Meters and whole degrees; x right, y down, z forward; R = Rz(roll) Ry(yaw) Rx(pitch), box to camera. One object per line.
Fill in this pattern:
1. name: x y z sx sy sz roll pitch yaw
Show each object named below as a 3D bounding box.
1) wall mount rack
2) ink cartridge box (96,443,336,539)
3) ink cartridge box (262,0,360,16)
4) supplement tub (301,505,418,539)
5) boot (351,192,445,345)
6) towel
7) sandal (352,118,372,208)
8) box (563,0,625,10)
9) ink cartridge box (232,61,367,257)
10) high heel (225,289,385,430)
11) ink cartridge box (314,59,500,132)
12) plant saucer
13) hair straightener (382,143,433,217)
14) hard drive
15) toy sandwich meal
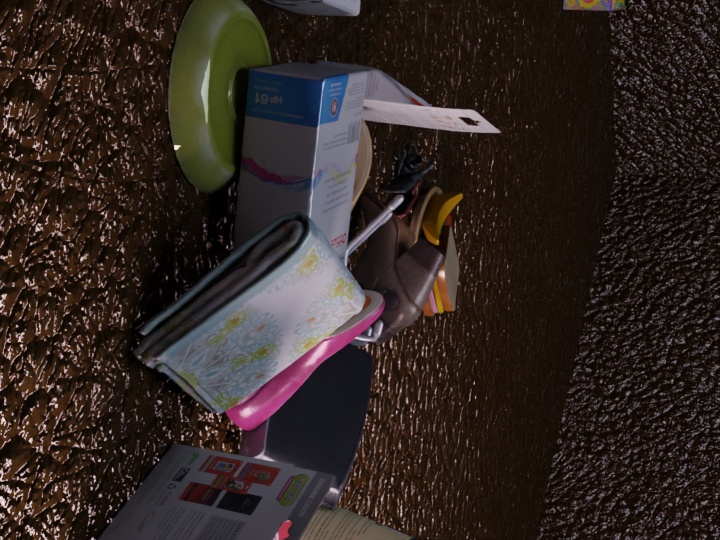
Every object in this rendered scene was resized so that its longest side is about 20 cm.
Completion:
1. wall mount rack: 0.000 0.000 1.486 0.200 0.074 0.174 135 -38 -81
2. ink cartridge box: -0.131 0.256 1.116 0.200 0.175 0.084 -53 145 -56
3. ink cartridge box: -0.064 -0.344 1.260 0.200 0.084 0.146 -9 105 -71
4. supplement tub: -0.032 0.335 1.366 0.145 0.200 0.145 20 90 -76
5. boot: 0.017 -0.001 1.605 0.146 0.200 0.070 -50 133 3
6. towel: -0.101 0.045 1.172 0.200 0.048 0.171 -37 152 -1
7. sandal: -0.042 -0.096 1.423 0.070 0.078 0.212 41 63 -70
8. box: 0.563 -0.723 2.958 0.193 0.122 0.200 -33 127 -65
9. ink cartridge box: -0.061 -0.104 1.262 0.145 0.085 0.200 -34 132 -69
10. high heel: -0.056 0.096 1.310 0.200 0.067 0.096 -31 133 -12
11. ink cartridge box: 0.059 -0.208 1.490 0.162 0.200 0.050 11 85 -72
12. plant saucer: -0.128 -0.174 1.212 0.200 0.031 0.200 7 90 -71
13. hair straightener: 0.074 -0.141 1.808 0.200 0.041 0.077 -46 139 -61
14. hard drive: -0.053 0.152 1.384 0.042 0.135 0.200 -44 -156 46
15. toy sandwich meal: 0.127 -0.034 1.957 0.205 0.070 0.206 6 90 -72
